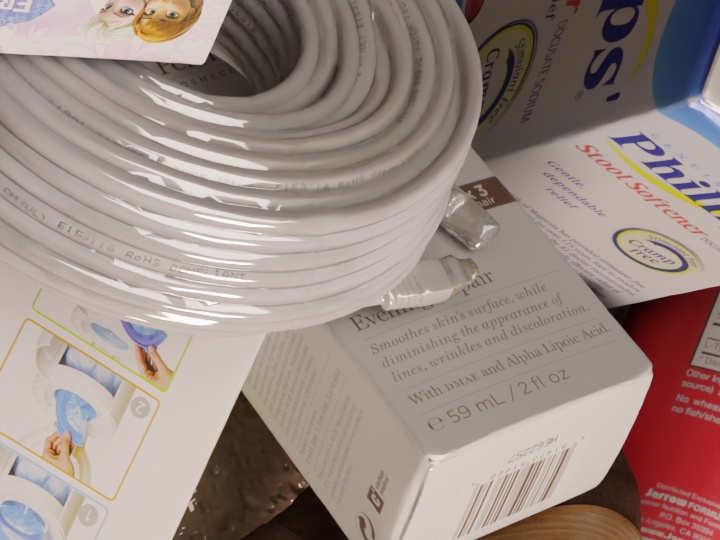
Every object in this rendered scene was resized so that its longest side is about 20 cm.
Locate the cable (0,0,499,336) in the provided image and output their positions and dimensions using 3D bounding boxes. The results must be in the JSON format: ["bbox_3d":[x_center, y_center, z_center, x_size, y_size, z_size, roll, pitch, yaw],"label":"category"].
[{"bbox_3d":[-0.060,-0.066,0.858,0.200,0.069,0.200,-18,61,-42],"label":"cable"}]

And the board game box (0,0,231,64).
[{"bbox_3d":[-0.156,-0.148,0.804,0.200,0.041,0.200,0,49,-28],"label":"board game box"}]

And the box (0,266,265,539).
[{"bbox_3d":[-0.130,0.080,0.880,0.101,0.112,0.200,34,64,-21],"label":"box"}]

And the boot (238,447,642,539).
[{"bbox_3d":[0.004,0.086,0.987,0.166,0.200,0.072,-83,169,-48],"label":"boot"}]

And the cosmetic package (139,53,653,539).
[{"bbox_3d":[0.000,0.000,0.941,0.102,0.074,0.200,-20,58,-32],"label":"cosmetic package"}]

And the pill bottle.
[{"bbox_3d":[0.146,0.063,1.060,0.112,0.112,0.200,35,65,-23],"label":"pill bottle"}]

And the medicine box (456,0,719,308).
[{"bbox_3d":[0.124,-0.094,1.020,0.103,0.200,0.182,33,66,-24],"label":"medicine box"}]
